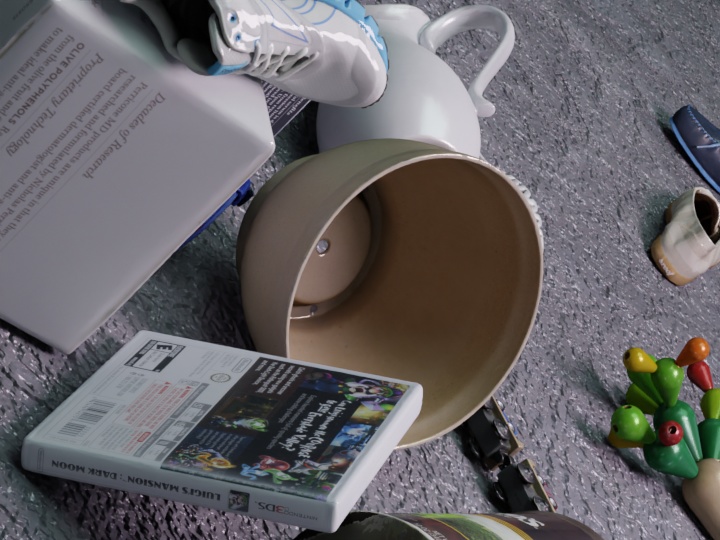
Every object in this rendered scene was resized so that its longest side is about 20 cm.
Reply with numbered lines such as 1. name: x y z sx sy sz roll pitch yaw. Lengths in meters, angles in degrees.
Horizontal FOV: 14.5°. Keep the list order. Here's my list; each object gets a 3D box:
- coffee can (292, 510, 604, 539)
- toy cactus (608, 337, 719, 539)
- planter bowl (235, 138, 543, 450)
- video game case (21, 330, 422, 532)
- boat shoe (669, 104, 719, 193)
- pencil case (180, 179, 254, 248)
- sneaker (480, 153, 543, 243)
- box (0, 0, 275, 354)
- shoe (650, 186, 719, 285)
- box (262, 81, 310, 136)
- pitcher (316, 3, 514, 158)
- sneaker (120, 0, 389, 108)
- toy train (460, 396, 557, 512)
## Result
1. coffee can: 0.053 0.210 1.613 0.200 0.146 0.147 8 44 -57
2. toy cactus: 0.266 0.133 2.221 0.166 0.102 0.200 63 17 11
3. planter bowl: 0.000 0.000 1.846 0.200 0.201 0.135 27 2 -40
4. video game case: -0.074 0.089 1.614 0.180 0.024 0.200 10 18 12
5. boat shoe: 0.397 -0.100 2.853 0.200 0.069 0.084 43 22 -11
6. pencil case: -0.146 -0.108 1.814 0.201 0.087 0.078 55 19 -12
7. sneaker: 0.073 -0.066 2.227 0.081 0.075 0.201 0 48 -43
8. box: -0.181 -0.107 1.647 0.171 0.200 0.200 31 28 -31
9. shoe: 0.317 -0.037 2.624 0.070 0.053 0.200 47 22 -2
10. box: -0.134 -0.177 1.971 0.200 0.107 0.149 13 40 -55
11. pitcher: 0.046 -0.130 2.146 0.201 0.170 0.122 -105 179 -52
12. sneaker: -0.066 -0.131 1.567 0.199 0.075 0.087 30 43 -31
13. toy train: 0.117 0.158 1.965 0.046 0.034 0.201 23 33 -52
